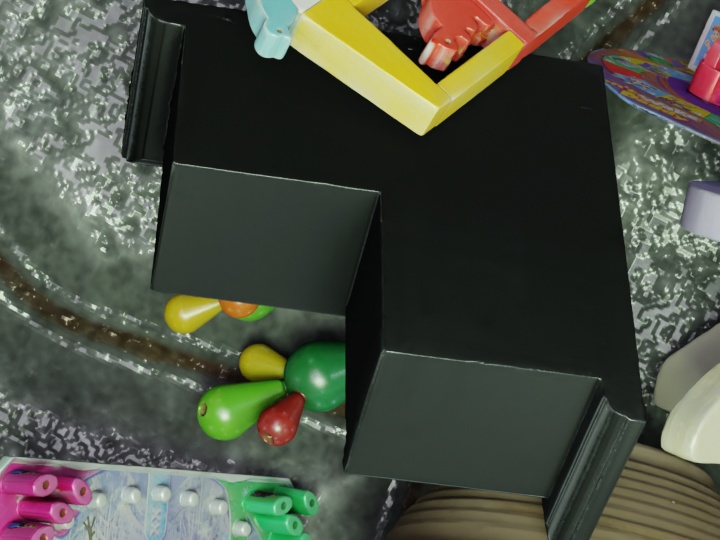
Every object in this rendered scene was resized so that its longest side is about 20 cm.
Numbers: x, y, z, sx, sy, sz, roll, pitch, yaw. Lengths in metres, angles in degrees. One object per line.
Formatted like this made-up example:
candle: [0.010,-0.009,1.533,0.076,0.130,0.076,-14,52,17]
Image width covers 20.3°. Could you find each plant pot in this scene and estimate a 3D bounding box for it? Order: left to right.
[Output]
plant pot: [0.099,0.128,0.887,0.201,0.201,0.093,11,72,4]

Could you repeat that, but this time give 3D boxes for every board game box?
board game box: [-0.095,0.188,0.889,0.026,0.200,0.200,4,85,37]
board game box: [0.199,-0.074,0.889,0.200,0.158,0.039,26,109,16]

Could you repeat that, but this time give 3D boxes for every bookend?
bookend: [0.000,0.000,0.809,0.198,0.092,0.200,7,46,-9]

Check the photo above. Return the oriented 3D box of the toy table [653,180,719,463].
toy table: [0.216,0.031,0.897,0.200,0.184,0.117,8,99,-28]

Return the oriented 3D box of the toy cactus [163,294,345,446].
toy cactus: [0.010,0.009,0.951,0.165,0.102,0.200,33,80,-5]

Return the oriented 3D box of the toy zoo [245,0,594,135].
toy zoo: [0.023,-0.136,0.843,0.131,0.020,0.200,43,52,8]
